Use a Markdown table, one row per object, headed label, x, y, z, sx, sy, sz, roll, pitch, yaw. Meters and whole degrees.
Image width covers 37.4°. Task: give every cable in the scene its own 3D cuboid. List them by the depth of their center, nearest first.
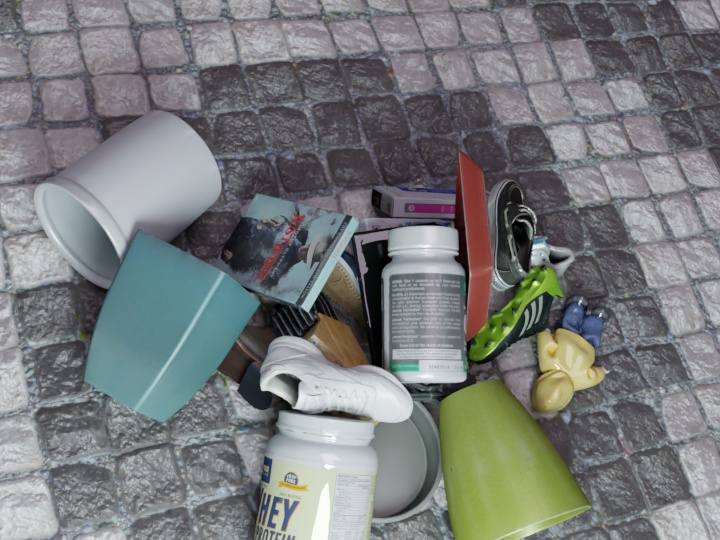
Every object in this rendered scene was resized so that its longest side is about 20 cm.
| label | x | y | z | sx | sy | sz | roll | pitch | yaw |
| --- | --- | --- | --- | --- | --- | --- | --- | --- | --- |
| cable | 0.101 | 0.176 | 1.506 | 0.199 | 0.050 | 0.098 | -4 | 77 | -33 |

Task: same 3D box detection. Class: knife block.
| label | x | y | z | sx | sy | sz | roll | pitch | yaw |
| --- | --- | --- | --- | --- | --- | --- | --- | --- | --- |
| knife block | -0.037 | 0.112 | 1.461 | 0.200 | 0.064 | 0.176 | 44 | 17 | -6 |

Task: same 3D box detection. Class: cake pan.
| label | x | y | z | sx | sy | sz | roll | pitch | yaw |
| --- | --- | --- | --- | --- | --- | --- | --- | --- | --- |
| cake pan | 0.016 | 0.250 | 1.459 | 0.199 | 0.037 | 0.202 | 8 | 62 | -16 |

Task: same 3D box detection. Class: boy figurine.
| label | x | y | z | sx | sy | sz | roll | pitch | yaw |
| --- | --- | --- | --- | --- | --- | --- | --- | --- | --- |
| boy figurine | 0.318 | 0.136 | 1.609 | 0.124 | 0.064 | 0.201 | 30 | 59 | -3 |

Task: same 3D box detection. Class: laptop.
| label | x | y | z | sx | sy | sz | roll | pitch | yaw |
| --- | --- | --- | --- | --- | --- | --- | --- | --- | --- |
| laptop | 0.079 | 0.035 | 1.523 | 0.199 | 0.116 | 0.189 | -8 | 85 | -18 |

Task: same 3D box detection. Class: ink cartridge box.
| label | x | y | z | sx | sy | sz | roll | pitch | yaw |
| --- | --- | --- | --- | --- | --- | --- | --- | --- | --- |
| ink cartridge box | 0.125 | -0.105 | 1.646 | 0.198 | 0.095 | 0.037 | -2 | 105 | -18 |

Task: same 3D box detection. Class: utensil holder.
| label | x | y | z | sx | sy | sz | roll | pitch | yaw |
| --- | --- | --- | --- | --- | --- | --- | --- | --- | --- |
| utensil holder | -0.311 | -0.101 | 1.446 | 0.170 | 0.170 | 0.200 | 43 | 58 | 5 |

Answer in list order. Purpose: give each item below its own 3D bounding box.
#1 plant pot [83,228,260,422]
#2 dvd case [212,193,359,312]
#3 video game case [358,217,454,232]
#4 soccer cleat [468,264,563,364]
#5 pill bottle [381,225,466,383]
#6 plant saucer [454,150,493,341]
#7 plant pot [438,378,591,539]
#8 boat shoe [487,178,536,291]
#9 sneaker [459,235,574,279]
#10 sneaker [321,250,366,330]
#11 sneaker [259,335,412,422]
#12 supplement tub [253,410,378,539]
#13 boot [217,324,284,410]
| label | x | y | z | sx | sy | sz | roll | pitch | yaw |
| --- | --- | --- | --- | --- | --- | --- | --- | --- | --- |
| plant pot | -0.254 | 0.081 | 1.363 | 0.141 | 0.141 | 0.201 | 25 | 79 | 20 |
| dvd case | -0.110 | -0.029 | 1.469 | 0.199 | 0.022 | 0.147 | 17 | 70 | 40 |
| video game case | 0.080 | -0.004 | 1.554 | 0.199 | 0.018 | 0.144 | -2 | 81 | -46 |
| soccer cleat | 0.237 | 0.077 | 1.580 | 0.200 | 0.067 | 0.081 | -47 | 119 | -23 |
| pill bottle | 0.084 | 0.047 | 1.402 | 0.112 | 0.113 | 0.202 | 2 | 83 | -18 |
| plant saucer | 0.157 | -0.031 | 1.479 | 0.036 | 0.200 | 0.201 | -2 | 59 | 2 |
| plant pot | 0.182 | 0.256 | 1.425 | 0.186 | 0.187 | 0.201 | -13 | 69 | -24 |
| boat shoe | 0.229 | -0.060 | 1.559 | 0.071 | 0.064 | 0.201 | 34 | 46 | -29 |
| sneaker | 0.242 | -0.032 | 1.636 | 0.199 | 0.087 | 0.075 | 10 | 57 | -26 |
| sneaker | 0.000 | 0.000 | 1.534 | 0.200 | 0.070 | 0.109 | 46 | 49 | -24 |
| sneaker | -0.034 | 0.156 | 1.327 | 0.199 | 0.075 | 0.100 | 19 | 33 | 4 |
| supplement tub | -0.054 | 0.282 | 1.322 | 0.144 | 0.145 | 0.202 | 8 | 84 | -15 |
| boot | -0.154 | 0.104 | 1.470 | 0.097 | 0.075 | 0.200 | -13 | 57 | -51 |
